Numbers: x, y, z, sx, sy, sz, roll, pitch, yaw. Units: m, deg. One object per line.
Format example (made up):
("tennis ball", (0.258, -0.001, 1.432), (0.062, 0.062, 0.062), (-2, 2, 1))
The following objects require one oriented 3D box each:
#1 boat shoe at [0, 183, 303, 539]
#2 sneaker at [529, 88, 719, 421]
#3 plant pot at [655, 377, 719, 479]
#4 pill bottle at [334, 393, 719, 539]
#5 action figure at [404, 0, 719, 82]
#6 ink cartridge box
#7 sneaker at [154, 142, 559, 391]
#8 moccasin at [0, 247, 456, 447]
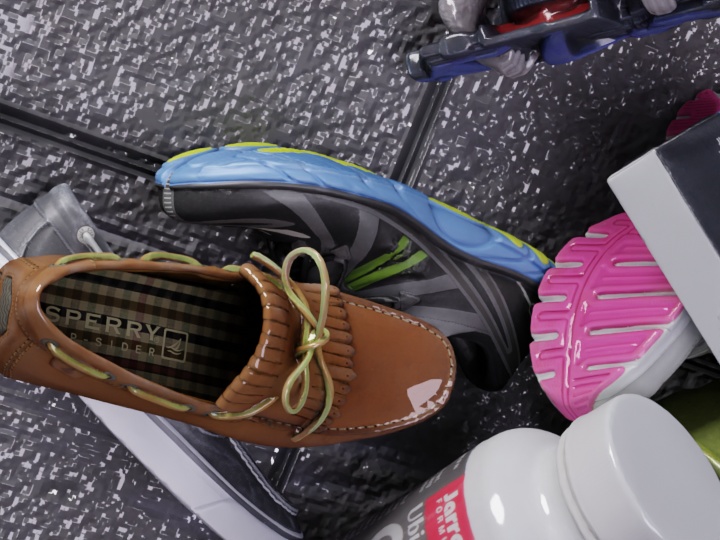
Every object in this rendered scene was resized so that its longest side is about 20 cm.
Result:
("boat shoe", (-0.080, 0.046, 1.224), (0.068, 0.072, 0.200), (-43, 109, -4))
("sneaker", (0.151, 0.006, 1.270), (0.200, 0.081, 0.088), (-47, 128, -31))
("plant pot", (0.227, 0.100, 1.310), (0.190, 0.200, 0.200), (-34, 115, -22))
("pill bottle", (0.057, 0.136, 1.214), (0.200, 0.111, 0.111), (-36, 120, 28))
("action figure", (0.097, -0.150, 1.188), (0.200, 0.193, 0.105), (-9, 70, 18))
("ink cartridge box", (0.193, 0.023, 1.200), (0.099, 0.039, 0.200), (-30, 88, -40))
("sneaker", (0.000, 0.000, 1.238), (0.199, 0.071, 0.083), (23, 89, -29))
("moccasin", (-0.049, 0.027, 1.158), (0.201, 0.078, 0.074), (17, 76, -25))
